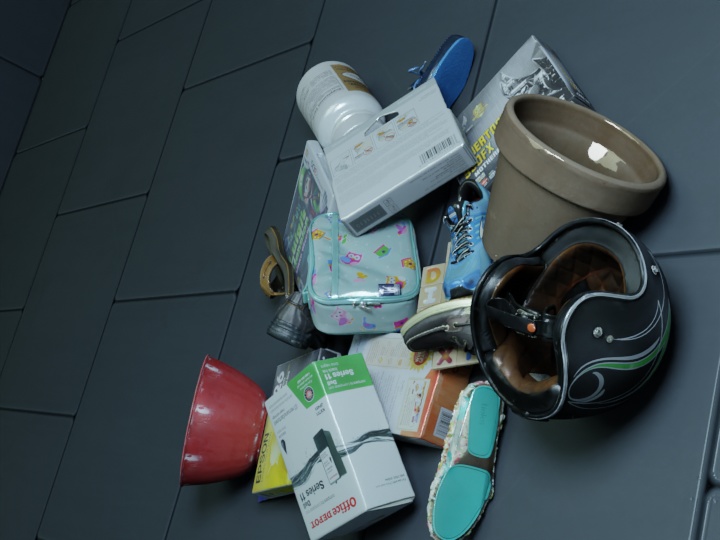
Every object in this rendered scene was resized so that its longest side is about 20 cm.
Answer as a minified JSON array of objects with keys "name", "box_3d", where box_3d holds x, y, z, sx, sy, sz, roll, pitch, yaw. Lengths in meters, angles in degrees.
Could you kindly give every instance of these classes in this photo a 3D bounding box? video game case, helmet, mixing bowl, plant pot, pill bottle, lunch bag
[{"name":"video game case","box_3d":[-0.078,-0.075,1.728,0.182,0.023,0.201,-114,34,-53]},{"name":"helmet","box_3d":[0.232,0.052,1.163,0.200,0.190,0.201,35,136,43]},{"name":"mixing bowl","box_3d":[-0.198,0.234,1.657,0.200,0.108,0.201,-169,90,-88]},{"name":"plant pot","box_3d":[0.228,-0.083,1.286,0.200,0.200,0.175,-115,40,-49]},{"name":"pill bottle","box_3d":[-0.023,-0.243,1.758,0.114,0.114,0.200,-52,36,18]},{"name":"lunch bag","box_3d":[0.000,0.000,1.515,0.200,0.160,0.077,-93,4,-50]}]

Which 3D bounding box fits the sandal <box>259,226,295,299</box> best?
[{"name":"sandal","box_3d":[-0.138,0.005,1.771,0.082,0.054,0.200,88,167,-46]}]

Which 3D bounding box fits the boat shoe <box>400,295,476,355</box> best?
[{"name":"boat shoe","box_3d":[0.137,0.068,1.305,0.199,0.073,0.065,-21,61,29]}]

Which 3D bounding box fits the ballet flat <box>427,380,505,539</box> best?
[{"name":"ballet flat","box_3d":[0.126,0.229,1.314,0.064,0.075,0.201,123,167,-74]}]

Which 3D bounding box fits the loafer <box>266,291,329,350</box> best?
[{"name":"loafer","box_3d":[-0.075,0.072,1.591,0.200,0.073,0.073,24,-90,-82]}]

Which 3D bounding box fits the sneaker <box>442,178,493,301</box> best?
[{"name":"sneaker","box_3d":[0.128,-0.039,1.370,0.078,0.090,0.200,-22,31,29]}]

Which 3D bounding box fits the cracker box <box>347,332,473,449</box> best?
[{"name":"cracker box","box_3d":[0.052,0.154,1.454,0.200,0.058,0.134,1,69,52]}]

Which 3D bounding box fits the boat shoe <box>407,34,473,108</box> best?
[{"name":"boat shoe","box_3d":[0.094,-0.263,1.640,0.069,0.084,0.200,34,95,44]}]

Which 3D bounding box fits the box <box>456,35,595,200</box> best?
[{"name":"box","box_3d":[0.205,-0.194,1.481,0.200,0.048,0.159,-47,38,24]}]

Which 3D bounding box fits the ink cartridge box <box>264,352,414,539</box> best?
[{"name":"ink cartridge box","box_3d":[-0.030,0.229,1.413,0.147,0.083,0.201,-43,62,46]}]

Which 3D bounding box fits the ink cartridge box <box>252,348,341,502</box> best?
[{"name":"ink cartridge box","box_3d":[-0.106,0.226,1.597,0.200,0.047,0.198,-27,48,55]}]

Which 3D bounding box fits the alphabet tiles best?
[{"name":"alphabet tiles","box_3d":[0.145,0.033,1.391,0.166,0.006,0.201,-13,48,29]}]

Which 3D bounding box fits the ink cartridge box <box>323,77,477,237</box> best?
[{"name":"ink cartridge box","box_3d":[0.049,-0.160,1.538,0.200,0.044,0.174,-31,39,14]}]

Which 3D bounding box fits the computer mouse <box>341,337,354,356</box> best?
[{"name":"computer mouse","box_3d":[-0.003,0.109,1.586,0.059,0.034,0.201,-26,43,57]}]
